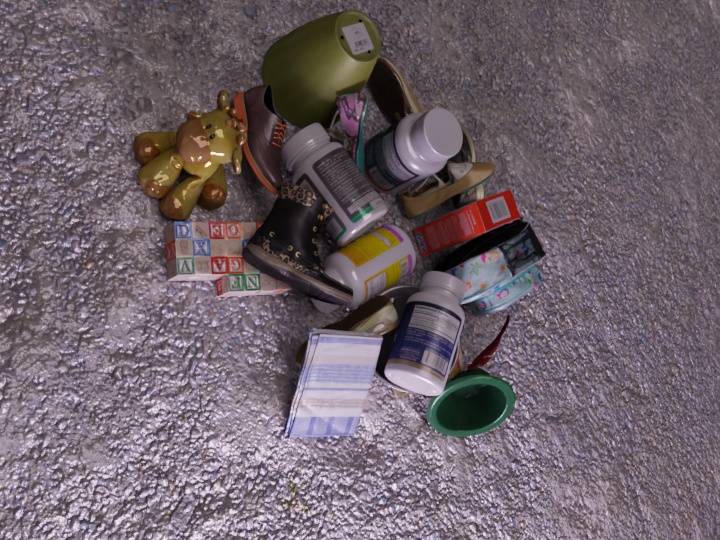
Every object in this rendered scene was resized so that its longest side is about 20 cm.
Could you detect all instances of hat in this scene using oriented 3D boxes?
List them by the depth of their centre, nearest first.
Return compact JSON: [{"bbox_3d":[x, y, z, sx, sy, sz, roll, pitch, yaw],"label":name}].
[{"bbox_3d":[0.210,0.206,1.455,0.197,0.167,0.177,-1,38,-10],"label":"hat"}]

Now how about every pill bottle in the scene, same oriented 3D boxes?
[{"bbox_3d":[0.122,0.109,1.308,0.110,0.111,0.202,30,67,-23],"label":"pill bottle"},{"bbox_3d":[-0.051,-0.154,1.311,0.113,0.113,0.201,-34,87,-32],"label":"pill bottle"},{"bbox_3d":[0.000,0.000,1.330,0.199,0.104,0.105,-29,96,-33],"label":"pill bottle"},{"bbox_3d":[0.097,-0.227,1.380,0.118,0.199,0.122,7,76,-31],"label":"pill bottle"}]

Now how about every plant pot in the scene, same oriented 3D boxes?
[{"bbox_3d":[-0.052,-0.375,1.318,0.185,0.199,0.190,7,76,-31],"label":"plant pot"}]

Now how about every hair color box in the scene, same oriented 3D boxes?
[{"bbox_3d":[0.201,-0.089,1.416,0.101,0.199,0.062,-21,90,-32],"label":"hair color box"}]

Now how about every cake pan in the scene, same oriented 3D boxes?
[{"bbox_3d":[0.089,0.128,1.372,0.197,0.037,0.204,5,73,-15],"label":"cake pan"}]

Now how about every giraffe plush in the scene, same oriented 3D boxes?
[{"bbox_3d":[-0.249,-0.192,1.177,0.200,0.162,0.173,-44,103,-30],"label":"giraffe plush"}]

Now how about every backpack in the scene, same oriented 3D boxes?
[{"bbox_3d":[0.245,0.004,1.442,0.198,0.177,0.152,-24,91,-25],"label":"backpack"}]

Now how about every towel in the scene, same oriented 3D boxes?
[{"bbox_3d":[-0.046,0.193,1.256,0.145,0.024,0.203,5,109,-31],"label":"towel"}]

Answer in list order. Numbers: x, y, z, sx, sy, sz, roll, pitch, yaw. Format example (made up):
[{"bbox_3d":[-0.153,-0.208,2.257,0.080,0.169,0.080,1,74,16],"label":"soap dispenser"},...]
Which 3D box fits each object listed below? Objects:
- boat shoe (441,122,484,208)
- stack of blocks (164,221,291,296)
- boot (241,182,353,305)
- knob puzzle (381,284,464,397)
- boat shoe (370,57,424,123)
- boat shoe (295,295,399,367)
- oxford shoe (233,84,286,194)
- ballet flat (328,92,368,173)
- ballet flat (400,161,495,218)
[{"bbox_3d":[0.197,-0.217,1.506,0.065,0.072,0.204,-4,70,-29],"label":"boat shoe"},{"bbox_3d":[-0.219,-0.018,1.223,0.198,0.058,0.117,-1,81,-32],"label":"stack of blocks"},{"bbox_3d":[-0.081,-0.042,1.222,0.198,0.073,0.152,26,70,-7],"label":"boot"},{"bbox_3d":[0.123,0.126,1.425,0.217,0.030,0.223,7,77,-30],"label":"knob puzzle"},{"bbox_3d":[0.087,-0.339,1.485,0.076,0.071,0.202,-43,111,-45],"label":"boat shoe"},{"bbox_3d":[-0.021,0.121,1.296,0.199,0.073,0.064,-34,117,-15],"label":"boat shoe"},{"bbox_3d":[-0.161,-0.230,1.265,0.071,0.072,0.203,20,50,-69],"label":"oxford shoe"},{"bbox_3d":[-0.024,-0.242,1.350,0.070,0.201,0.070,8,50,5],"label":"ballet flat"},{"bbox_3d":[0.167,-0.170,1.432,0.198,0.069,0.063,-30,115,9],"label":"ballet flat"}]
